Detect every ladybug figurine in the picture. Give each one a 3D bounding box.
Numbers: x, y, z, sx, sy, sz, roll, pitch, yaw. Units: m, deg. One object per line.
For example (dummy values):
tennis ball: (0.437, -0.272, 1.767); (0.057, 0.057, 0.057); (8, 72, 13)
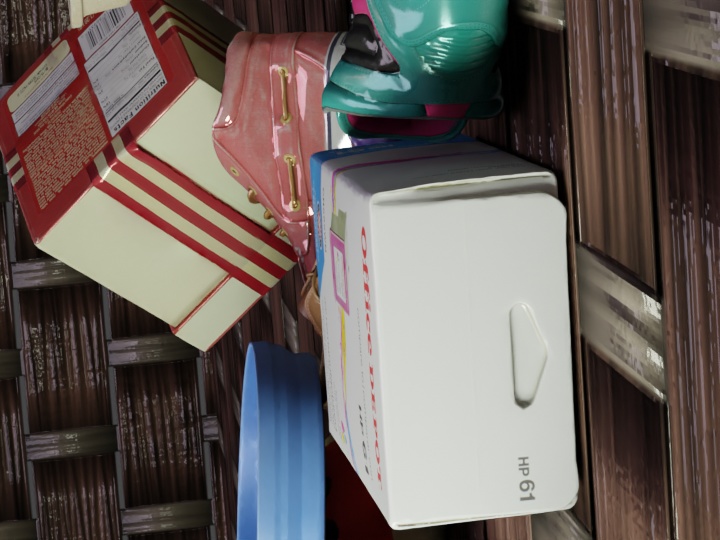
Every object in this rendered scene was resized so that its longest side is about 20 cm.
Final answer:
ladybug figurine: (0.009, 0.166, 1.378); (0.200, 0.072, 0.136); (-106, 13, -52)

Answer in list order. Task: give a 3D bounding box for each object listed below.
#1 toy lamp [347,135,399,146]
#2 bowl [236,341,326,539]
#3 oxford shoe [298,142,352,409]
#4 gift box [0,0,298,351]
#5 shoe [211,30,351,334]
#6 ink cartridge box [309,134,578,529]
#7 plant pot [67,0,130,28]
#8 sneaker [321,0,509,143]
toy lamp: (0.028, 0.017, 1.192); (0.058, 0.058, 0.200); (112, 153, -75)
bowl: (-0.046, 0.140, 1.327); (0.201, 0.039, 0.201); (-179, 90, -84)
oxford shoe: (0.000, 0.000, 1.335); (0.071, 0.071, 0.200); (-110, 18, -62)
gift box: (-0.116, -0.087, 1.567); (0.187, 0.185, 0.200); (34, -156, -38)
shoe: (-0.036, -0.048, 1.411); (0.071, 0.091, 0.200); (-36, -52, -64)
ink cartridge box: (0.033, 0.021, 1.042); (0.200, 0.085, 0.145); (-142, 47, -78)
plant pot: (-0.099, -0.257, 1.446); (0.200, 0.183, 0.201); (175, 90, -82)
sneaker: (0.020, -0.121, 1.065); (0.200, 0.084, 0.121); (-113, 28, -63)
